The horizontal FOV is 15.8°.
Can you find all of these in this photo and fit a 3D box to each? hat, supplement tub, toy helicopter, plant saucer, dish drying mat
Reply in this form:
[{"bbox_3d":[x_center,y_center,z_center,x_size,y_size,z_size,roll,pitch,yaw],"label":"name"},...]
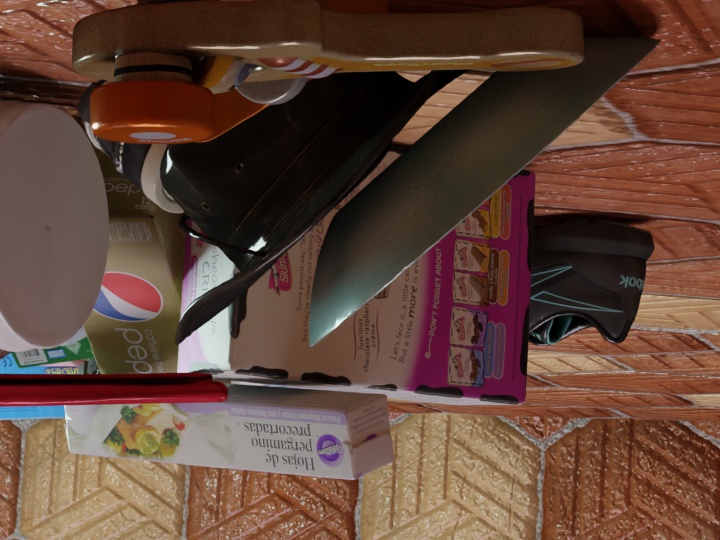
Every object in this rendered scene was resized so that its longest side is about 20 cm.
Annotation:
[{"bbox_3d":[-0.032,-0.061,1.138,0.081,0.201,0.201,47,170,-1],"label":"hat"},{"bbox_3d":[-0.245,-0.021,1.324,0.199,0.145,0.145,0,172,24],"label":"supplement tub"},{"bbox_3d":[-0.013,-0.085,1.017,0.199,0.079,0.132,-1,174,-1],"label":"toy helicopter"},{"bbox_3d":[0.042,-0.046,1.118,0.201,0.039,0.201,-42,180,0],"label":"plant saucer"},{"bbox_3d":[-0.173,0.060,1.332,0.199,0.018,0.077,0,178,-19],"label":"dish drying mat"}]

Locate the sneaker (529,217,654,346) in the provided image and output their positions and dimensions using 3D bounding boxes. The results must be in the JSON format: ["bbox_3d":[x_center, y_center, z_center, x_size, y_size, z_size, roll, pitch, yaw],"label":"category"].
[{"bbox_3d":[0.095,0.008,1.697,0.199,0.080,0.075,0,174,35],"label":"sneaker"}]

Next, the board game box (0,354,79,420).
[{"bbox_3d":[-0.158,0.044,1.853,0.196,0.056,0.200,-26,-166,-40],"label":"board game box"}]

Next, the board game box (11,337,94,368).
[{"bbox_3d":[-0.111,0.009,1.638,0.200,0.029,0.135,-8,-158,34],"label":"board game box"}]

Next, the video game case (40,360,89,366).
[{"bbox_3d":[-0.127,0.020,1.743,0.199,0.017,0.143,1,-148,-7],"label":"video game case"}]

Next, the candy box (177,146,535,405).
[{"bbox_3d":[0.000,0.000,1.437,0.200,0.137,0.061,9,171,-34],"label":"candy box"}]

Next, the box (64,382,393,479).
[{"bbox_3d":[-0.075,0.084,1.412,0.199,0.039,0.041,2,-166,34],"label":"box"}]

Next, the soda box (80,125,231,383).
[{"bbox_3d":[-0.120,0.007,1.462,0.064,0.068,0.200,2,142,11],"label":"soda box"}]

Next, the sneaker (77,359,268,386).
[{"bbox_3d":[-0.089,0.076,1.652,0.199,0.079,0.090,-16,142,14],"label":"sneaker"}]

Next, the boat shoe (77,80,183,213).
[{"bbox_3d":[-0.066,-0.064,1.296,0.068,0.072,0.200,28,-170,26],"label":"boat shoe"}]

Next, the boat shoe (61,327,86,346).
[{"bbox_3d":[-0.162,-0.011,1.574,0.091,0.071,0.200,-20,-166,-12],"label":"boat shoe"}]
